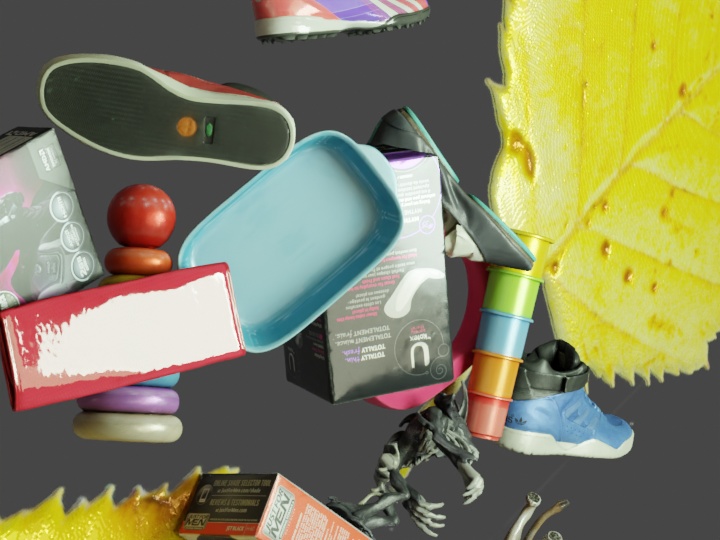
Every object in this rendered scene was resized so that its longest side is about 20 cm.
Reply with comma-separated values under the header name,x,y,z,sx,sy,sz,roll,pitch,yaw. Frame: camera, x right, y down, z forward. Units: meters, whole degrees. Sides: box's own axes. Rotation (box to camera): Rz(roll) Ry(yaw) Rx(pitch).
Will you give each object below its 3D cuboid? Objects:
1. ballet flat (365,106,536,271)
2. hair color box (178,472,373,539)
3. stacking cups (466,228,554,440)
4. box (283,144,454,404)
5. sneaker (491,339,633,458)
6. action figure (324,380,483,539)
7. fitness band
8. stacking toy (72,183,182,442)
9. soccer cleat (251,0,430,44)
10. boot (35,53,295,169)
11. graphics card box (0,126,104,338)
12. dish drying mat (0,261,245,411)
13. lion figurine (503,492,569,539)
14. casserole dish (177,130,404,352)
name,x,y,z,sx,sy,sz,roll,pitch,yaw
ballet flat,0.076,-0.059,1.579,0.200,0.073,0.073,48,58,-13
hair color box,-0.047,0.243,1.461,0.200,0.101,0.061,40,58,-34
stacking cups,0.132,0.061,1.648,0.060,0.060,0.201,14,91,-47
box,0.000,0.000,1.479,0.122,0.106,0.201,-9,101,-24
sneaker,0.220,0.130,1.769,0.199,0.077,0.112,7,98,-41
action figure,0.054,0.191,1.574,0.102,0.119,0.200,43,57,11
fitness band,0.055,0.046,1.619,0.200,0.037,0.144,-33,119,-39
stacking toy,-0.176,0.032,1.340,0.085,0.085,0.201,7,84,-47
soccer cleat,-0.013,-0.240,1.496,0.200,0.068,0.074,-13,99,-43
boot,-0.154,-0.128,1.355,0.199,0.144,0.073,12,101,-10
graphics card box,-0.286,-0.008,1.235,0.200,0.051,0.126,-35,118,-40
dish drying mat,-0.177,0.047,1.286,0.199,0.018,0.077,-13,92,-38
lion figurine,0.141,0.312,1.705,0.200,0.072,0.123,-32,150,-48
casserole dish,-0.058,-0.025,1.376,0.200,0.039,0.121,-41,106,-6
